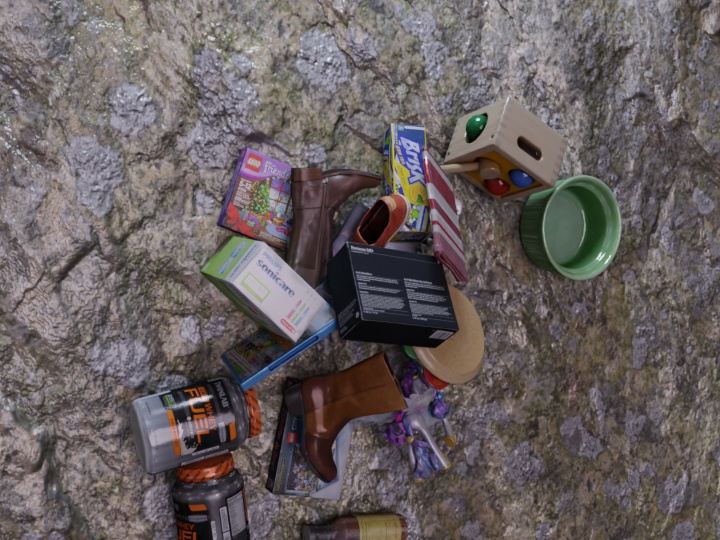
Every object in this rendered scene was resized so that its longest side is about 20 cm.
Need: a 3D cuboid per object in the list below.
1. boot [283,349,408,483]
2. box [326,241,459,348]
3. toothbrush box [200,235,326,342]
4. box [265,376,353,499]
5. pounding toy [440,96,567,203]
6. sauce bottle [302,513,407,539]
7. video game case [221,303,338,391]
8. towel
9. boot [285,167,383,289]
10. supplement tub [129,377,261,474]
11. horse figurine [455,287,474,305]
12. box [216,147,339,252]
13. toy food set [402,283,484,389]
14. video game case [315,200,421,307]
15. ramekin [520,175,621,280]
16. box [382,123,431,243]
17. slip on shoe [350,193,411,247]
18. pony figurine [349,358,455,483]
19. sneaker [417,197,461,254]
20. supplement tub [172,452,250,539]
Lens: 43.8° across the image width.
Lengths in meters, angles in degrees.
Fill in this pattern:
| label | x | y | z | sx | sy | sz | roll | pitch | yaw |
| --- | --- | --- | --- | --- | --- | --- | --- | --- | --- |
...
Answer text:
| label | x | y | z | sx | sy | sz | roll | pitch | yaw |
| --- | --- | --- | --- | --- | --- | --- | --- | --- | --- |
| boot | -0.012 | 0.253 | 1.535 | 0.196 | 0.068 | 0.193 | -18 | 91 | 10 |
| box | 0.053 | 0.043 | 1.482 | 0.196 | 0.079 | 0.144 | 9 | 58 | -32 |
| toothbrush box | -0.162 | 0.026 | 1.460 | 0.146 | 0.199 | 0.087 | 45 | 76 | -22 |
| box | -0.085 | 0.302 | 1.607 | 0.134 | 0.038 | 0.205 | 12 | 89 | -26 |
| pounding toy | 0.238 | -0.209 | 1.659 | 0.198 | 0.183 | 0.145 | 29 | 70 | -24 |
| sauce bottle | -0.010 | 0.482 | 1.644 | 0.195 | 0.066 | 0.068 | 4 | 92 | -23 |
| video game case | -0.132 | 0.116 | 1.498 | 0.198 | 0.143 | 0.018 | -33 | 114 | -11 |
| towel | 0.143 | -0.095 | 1.567 | 0.144 | 0.022 | 0.204 | 42 | 37 | -57 |
| boot | -0.046 | -0.073 | 1.544 | 0.182 | 0.064 | 0.206 | -1 | 97 | -26 |
| supplement tub | -0.269 | 0.249 | 1.468 | 0.196 | 0.122 | 0.126 | -13 | 99 | -24 |
| horse figurine | 0.132 | 0.070 | 1.685 | 0.200 | 0.050 | 0.133 | 42 | 83 | -26 |
| box | -0.136 | -0.109 | 1.550 | 0.197 | 0.039 | 0.140 | 21 | 84 | -26 |
| toy food set | 0.147 | 0.112 | 1.608 | 0.197 | 0.048 | 0.203 | 5 | 65 | -40 |
| video game case | 0.000 | 0.000 | 1.602 | 0.141 | 0.019 | 0.202 | 33 | 85 | -3 |
| ramekin | 0.414 | -0.086 | 1.785 | 0.196 | 0.097 | 0.206 | -2 | 95 | -25 |
| box | 0.081 | -0.155 | 1.598 | 0.068 | 0.064 | 0.205 | 2 | 73 | -14 |
| slip on shoe | 0.010 | -0.048 | 1.534 | 0.061 | 0.074 | 0.201 | 2 | 131 | -51 |
| pony figurine | 0.096 | 0.272 | 1.625 | 0.192 | 0.164 | 0.204 | -19 | 87 | -60 |
| sneaker | 0.109 | -0.076 | 1.657 | 0.200 | 0.075 | 0.081 | -44 | 101 | -17 |
| supplement tub | -0.247 | 0.413 | 1.491 | 0.120 | 0.122 | 0.205 | -10 | 97 | -24 |
